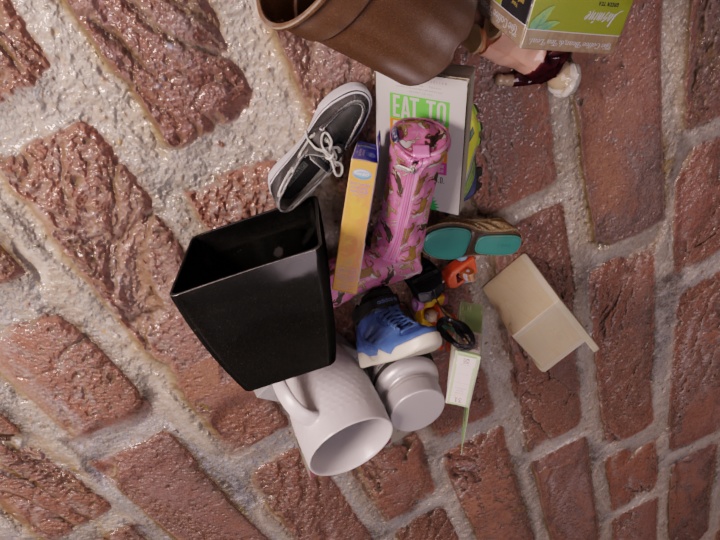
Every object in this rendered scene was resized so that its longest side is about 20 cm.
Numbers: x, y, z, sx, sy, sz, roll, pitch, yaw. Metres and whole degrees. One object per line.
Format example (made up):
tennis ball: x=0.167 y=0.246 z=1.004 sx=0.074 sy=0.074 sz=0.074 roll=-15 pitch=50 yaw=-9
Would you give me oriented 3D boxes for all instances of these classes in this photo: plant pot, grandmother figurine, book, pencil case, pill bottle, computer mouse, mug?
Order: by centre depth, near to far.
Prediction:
plant pot: x=0.018 y=-0.319 z=0.716 sx=0.195 sy=0.202 sz=0.202 roll=18 pitch=120 yaw=-39
pencil case: x=0.064 y=-0.103 z=0.877 sx=0.085 sy=0.083 sz=0.203 roll=-22 pitch=145 yaw=-27
plant pot: x=-0.121 y=0.039 z=0.887 sx=0.193 sy=0.201 sz=0.182 roll=-18 pitch=113 yaw=2
grandmother figurine: x=0.240 y=-0.295 z=0.898 sx=0.196 sy=0.063 sz=0.120 roll=15 pitch=162 yaw=-36
book: x=0.085 y=-0.184 z=0.903 sx=0.129 sy=0.049 sz=0.205 roll=12 pitch=131 yaw=18
pencil case: x=0.000 y=0.000 z=1.023 sx=0.195 sy=0.084 sz=0.087 roll=-23 pitch=151 yaw=-2
mug: x=-0.062 y=0.201 z=1.024 sx=0.148 sy=0.177 sz=0.198 roll=-44 pitch=141 yaw=17
computer mouse: x=0.123 y=0.053 z=1.037 sx=0.057 sy=0.202 sz=0.035 roll=-20 pitch=142 yaw=-11
pill bottle: x=0.066 y=0.159 z=1.096 sx=0.110 sy=0.202 sz=0.116 roll=-10 pitch=131 yaw=-12

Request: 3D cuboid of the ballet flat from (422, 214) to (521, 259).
ballet flat: x=0.169 y=-0.058 z=1.053 sx=0.194 sy=0.066 sz=0.072 roll=3 pitch=126 yaw=-26

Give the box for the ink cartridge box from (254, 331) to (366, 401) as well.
ink cartridge box: x=-0.080 y=0.174 z=1.170 sx=0.160 sy=0.048 sz=0.198 roll=-46 pitch=144 yaw=16

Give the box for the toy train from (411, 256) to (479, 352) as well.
toy train: x=0.167 y=0.066 z=1.140 sx=0.148 sy=0.056 sz=0.204 roll=-30 pitch=135 yaw=-15

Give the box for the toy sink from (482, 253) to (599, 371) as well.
toy sink: x=0.330 y=0.092 z=1.194 sx=0.111 sy=0.132 sz=0.199 roll=-39 pitch=131 yaw=13

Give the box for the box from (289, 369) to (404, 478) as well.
box: x=-0.024 y=0.274 z=1.184 sx=0.194 sy=0.111 sz=0.129 roll=-20 pitch=150 yaw=-12

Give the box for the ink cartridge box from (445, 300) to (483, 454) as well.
ink cartridge box: x=0.167 y=0.178 z=1.084 sx=0.046 sy=0.147 sz=0.206 roll=10 pitch=120 yaw=6

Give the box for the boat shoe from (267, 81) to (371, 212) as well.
boat shoe: x=-0.053 y=-0.163 z=0.883 sx=0.198 sy=0.069 sz=0.073 roll=-42 pitch=130 yaw=14

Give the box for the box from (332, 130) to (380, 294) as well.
box: x=-0.004 y=-0.086 z=0.889 sx=0.040 sy=0.120 sz=0.207 roll=8 pitch=111 yaw=0

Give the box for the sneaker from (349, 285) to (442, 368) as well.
sneaker: x=0.045 y=0.076 z=0.964 sx=0.075 sy=0.115 sz=0.199 roll=-8 pitch=171 yaw=-25

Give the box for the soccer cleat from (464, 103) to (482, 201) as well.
soccer cleat: x=0.131 y=-0.178 z=0.942 sx=0.082 sy=0.065 sz=0.204 roll=-26 pitch=134 yaw=-11

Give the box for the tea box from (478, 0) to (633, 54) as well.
tea box: x=0.216 y=-0.379 z=0.727 sx=0.129 sy=0.203 sz=0.201 roll=-2 pitch=130 yaw=-18
